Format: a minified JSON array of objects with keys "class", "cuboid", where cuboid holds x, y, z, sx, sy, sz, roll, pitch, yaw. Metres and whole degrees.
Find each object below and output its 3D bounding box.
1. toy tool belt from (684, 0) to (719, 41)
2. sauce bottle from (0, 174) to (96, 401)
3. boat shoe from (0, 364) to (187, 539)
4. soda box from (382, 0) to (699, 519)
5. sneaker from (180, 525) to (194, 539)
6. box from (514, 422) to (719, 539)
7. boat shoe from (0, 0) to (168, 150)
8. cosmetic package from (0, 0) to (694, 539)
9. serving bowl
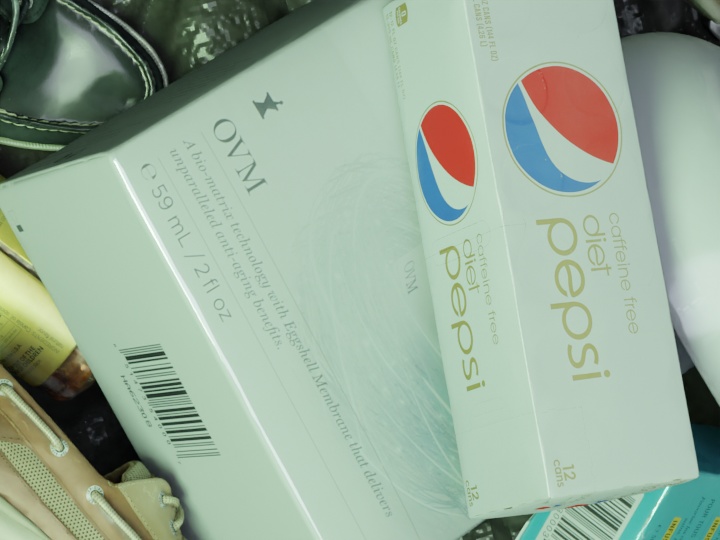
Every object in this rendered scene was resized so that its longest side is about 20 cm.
[{"class":"toy tool belt","cuboid":[0.169,-0.168,1.138,0.123,0.125,0.200,-44,102,5]},{"class":"sauce bottle","cuboid":[-0.181,-0.027,1.117,0.200,0.066,0.066,39,88,-11]},{"class":"boat shoe","cuboid":[-0.098,0.109,1.068,0.200,0.076,0.072,43,71,-17]},{"class":"soda box","cuboid":[0.066,-0.013,1.014,0.068,0.064,0.200,-5,81,-28]},{"class":"sneaker","cuboid":[-0.110,0.166,1.156,0.200,0.075,0.106,-35,119,-12]},{"class":"box","cuboid":[0.143,0.111,1.130,0.200,0.049,0.082,12,110,-53]},{"class":"boat shoe","cuboid":[-0.169,-0.101,1.109,0.199,0.066,0.075,27,89,-12]},{"class":"cosmetic package","cuboid":[0.000,0.000,1.094,0.200,0.123,0.200,-34,102,-28]},{"class":"serving bowl","cuboid":[0.164,-0.015,1.108,0.066,0.200,0.200,-27,101,16]}]
